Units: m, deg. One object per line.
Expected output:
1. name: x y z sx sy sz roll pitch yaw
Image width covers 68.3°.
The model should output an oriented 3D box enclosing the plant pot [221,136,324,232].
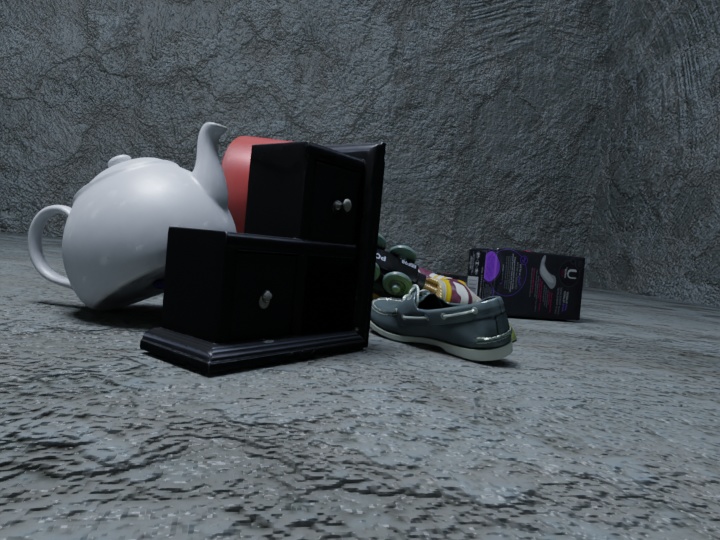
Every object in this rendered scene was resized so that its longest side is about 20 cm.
1. plant pot: -0.109 -0.124 0.879 0.174 0.205 0.200 1 1 16

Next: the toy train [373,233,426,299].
1. toy train: 0.000 0.000 0.818 0.197 0.086 0.115 22 -43 -9

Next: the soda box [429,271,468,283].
1. soda box: 0.171 0.037 1.092 0.196 0.065 0.071 6 2 -16

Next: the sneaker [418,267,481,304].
1. sneaker: 0.135 0.042 0.923 0.088 0.076 0.200 13 7 -14

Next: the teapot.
1. teapot: -0.246 -0.055 0.590 0.198 0.148 0.196 -26 -2 -39

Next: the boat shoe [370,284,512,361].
1. boat shoe: 0.079 0.044 0.584 0.072 0.063 0.198 -18 17 -36

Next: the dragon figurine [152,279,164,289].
1. dragon figurine: -0.132 0.028 0.609 0.196 0.060 0.099 0 6 -21

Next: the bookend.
1. bookend: -0.074 -0.030 0.470 0.091 0.205 0.197 7 2 36

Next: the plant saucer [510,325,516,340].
1. plant saucer: 0.114 0.064 0.729 0.196 0.032 0.200 5 3 0

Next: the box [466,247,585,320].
1. box: 0.315 0.024 1.024 0.196 0.125 0.106 5 2 -17
